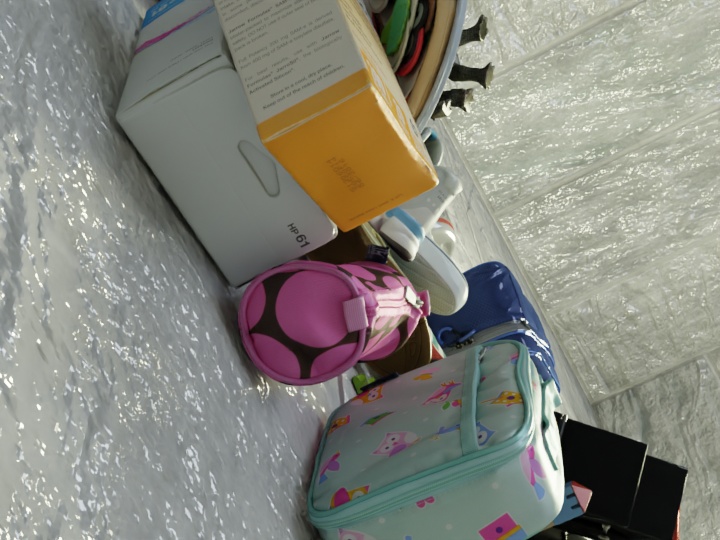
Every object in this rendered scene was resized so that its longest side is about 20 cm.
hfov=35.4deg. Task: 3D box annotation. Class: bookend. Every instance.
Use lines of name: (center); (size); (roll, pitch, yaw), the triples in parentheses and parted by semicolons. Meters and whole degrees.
bookend: (0.226, 0.206, 1.062); (0.199, 0.199, 0.093); (145, -37, -77)

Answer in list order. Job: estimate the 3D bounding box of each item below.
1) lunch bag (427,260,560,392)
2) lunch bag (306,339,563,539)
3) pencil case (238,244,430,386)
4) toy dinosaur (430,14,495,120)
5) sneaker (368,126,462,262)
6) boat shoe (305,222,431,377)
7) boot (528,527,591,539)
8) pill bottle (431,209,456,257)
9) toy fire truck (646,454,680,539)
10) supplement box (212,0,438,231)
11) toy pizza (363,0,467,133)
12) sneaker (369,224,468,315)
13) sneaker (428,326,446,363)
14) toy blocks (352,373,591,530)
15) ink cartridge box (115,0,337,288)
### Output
lunch bag: (0.133, 0.092, 1.214); (0.200, 0.135, 0.133); (43, 23, -61)
lunch bag: (0.053, 0.116, 0.728); (0.077, 0.160, 0.200); (62, 12, -12)
pencil case: (-0.012, 0.030, 0.778); (0.200, 0.093, 0.091); (-11, 102, -77)
toy dinosaur: (0.042, -0.159, 0.892); (0.201, 0.102, 0.077); (-63, 151, -20)
sneaker: (0.021, -0.086, 0.900); (0.075, 0.087, 0.200); (45, 3, -40)
boat shoe: (0.000, 0.000, 0.961); (0.201, 0.074, 0.066); (61, 10, -12)
boot: (0.236, 0.296, 1.200); (0.197, 0.074, 0.163); (26, 21, -1)
pill bottle: (0.014, -0.091, 1.137); (0.112, 0.112, 0.201); (45, 22, -59)
toy fire truck: (0.288, 0.306, 1.360); (0.112, 0.199, 0.169); (15, 76, -74)
supplement box: (-0.031, -0.142, 0.699); (0.126, 0.073, 0.201); (45, 21, -60)
toy pizza: (0.015, -0.164, 0.806); (0.032, 0.201, 0.201); (14, 37, -24)
sneaker: (0.031, -0.044, 1.009); (0.200, 0.071, 0.073); (44, -32, 20)
sneaker: (0.040, 0.079, 1.044); (0.200, 0.070, 0.093); (59, -16, 14)
toy blocks: (0.098, 0.150, 0.922); (0.201, 0.136, 0.100); (65, 11, 8)
ink cartridge box: (-0.086, -0.106, 0.773); (0.145, 0.084, 0.200); (58, 12, -29)
